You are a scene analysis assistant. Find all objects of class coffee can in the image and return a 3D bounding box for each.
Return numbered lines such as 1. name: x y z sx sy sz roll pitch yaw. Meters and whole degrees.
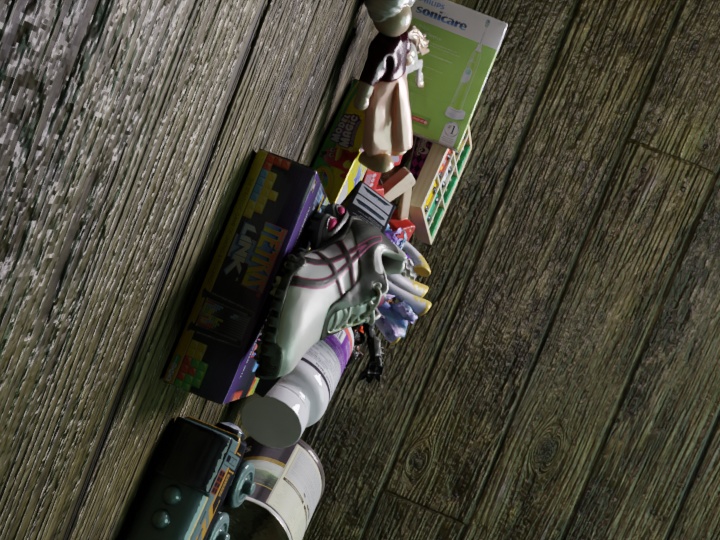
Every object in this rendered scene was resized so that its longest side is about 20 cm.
1. coffee can: -0.139 0.329 1.257 0.200 0.146 0.147 -57 169 -73

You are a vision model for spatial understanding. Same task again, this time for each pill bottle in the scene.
1. pill bottle: -0.085 0.138 1.210 0.200 0.111 0.112 -62 173 -56

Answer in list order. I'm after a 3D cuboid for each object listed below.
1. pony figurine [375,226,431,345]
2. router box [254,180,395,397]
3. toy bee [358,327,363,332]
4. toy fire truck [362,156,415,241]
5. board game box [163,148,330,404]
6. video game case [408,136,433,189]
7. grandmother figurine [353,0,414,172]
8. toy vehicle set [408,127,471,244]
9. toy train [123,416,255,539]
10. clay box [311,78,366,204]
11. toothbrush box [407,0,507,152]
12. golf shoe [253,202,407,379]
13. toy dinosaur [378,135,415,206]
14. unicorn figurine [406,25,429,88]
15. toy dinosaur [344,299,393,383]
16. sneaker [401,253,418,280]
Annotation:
1. pony figurine: 0.000 0.000 1.215 0.166 0.200 0.193 -37 -166 43
2. router box: -0.053 0.020 0.973 0.200 0.052 0.157 -48 -169 35
3. toy bee: -0.038 0.075 1.610 0.200 0.108 0.131 97 13 -77
4. toy fire truck: 0.034 -0.117 1.356 0.141 0.049 0.201 -10 133 -36
5. board game box: -0.091 0.011 0.793 0.165 0.056 0.201 77 35 -86
6. video game case: 0.132 -0.221 1.547 0.181 0.036 0.201 -20 124 -69
7. grandmother figurine: 0.031 -0.213 0.981 0.121 0.060 0.201 -65 162 -48
8. toy vehicle set: 0.132 -0.158 1.498 0.124 0.026 0.201 66 45 -62
9. toy train: -0.165 0.227 0.833 0.114 0.085 0.201 70 42 -67
10. clay box: -0.018 -0.135 1.092 0.115 0.047 0.201 99 13 -66
11. toothbrush box: 0.120 -0.301 1.397 0.086 0.145 0.201 -40 151 -82
12. golf shoe: -0.023 0.018 0.743 0.200 0.088 0.077 -62 174 -48
13. toy dinosaur: 0.041 -0.180 1.487 0.200 0.085 0.136 -32 142 -73
14. unicorn figurine: 0.045 -0.251 1.278 0.137 0.073 0.201 42 56 -77
15. toy dinosaur: -0.015 0.091 1.386 0.200 0.102 0.136 107 -16 -61
16. sneaker: 0.005 -0.005 1.461 0.070 0.199 0.100 57 33 -29
